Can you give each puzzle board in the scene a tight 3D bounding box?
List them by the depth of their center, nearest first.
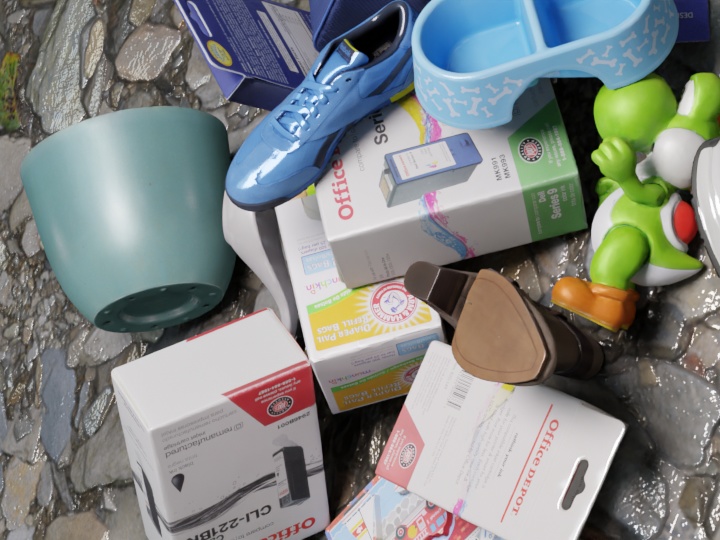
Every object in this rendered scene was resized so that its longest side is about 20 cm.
[{"bbox_3d":[0.053,0.207,1.473,0.200,0.017,0.151,-48,47,25],"label":"puzzle board"}]

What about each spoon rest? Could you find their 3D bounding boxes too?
[{"bbox_3d":[-0.084,-0.002,1.549,0.061,0.099,0.200,3,96,7],"label":"spoon rest"}]

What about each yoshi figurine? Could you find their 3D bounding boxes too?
[{"bbox_3d":[0.193,-0.062,1.342,0.112,0.112,0.200,31,98,55],"label":"yoshi figurine"}]

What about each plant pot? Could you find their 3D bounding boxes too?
[{"bbox_3d":[-0.205,-0.036,1.713,0.200,0.200,0.161,-29,67,39],"label":"plant pot"}]

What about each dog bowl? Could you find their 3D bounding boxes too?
[{"bbox_3d":[0.129,-0.175,1.329,0.200,0.050,0.112,-16,54,8],"label":"dog bowl"}]

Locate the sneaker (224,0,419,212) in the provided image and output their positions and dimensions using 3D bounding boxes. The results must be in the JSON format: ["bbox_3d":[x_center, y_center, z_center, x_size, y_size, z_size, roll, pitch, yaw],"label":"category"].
[{"bbox_3d":[-0.031,-0.130,1.381,0.200,0.078,0.066,-42,63,-10],"label":"sneaker"}]

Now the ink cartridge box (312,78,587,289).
[{"bbox_3d":[0.062,-0.086,1.431,0.200,0.088,0.145,-15,59,5],"label":"ink cartridge box"}]

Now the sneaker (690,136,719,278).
[{"bbox_3d":[0.302,-0.012,1.242,0.115,0.076,0.201,-24,68,31],"label":"sneaker"}]

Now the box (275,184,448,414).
[{"bbox_3d":[0.000,0.000,1.503,0.112,0.101,0.200,-15,59,2],"label":"box"}]

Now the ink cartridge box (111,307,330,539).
[{"bbox_3d":[-0.111,0.150,1.510,0.084,0.144,0.200,51,155,43],"label":"ink cartridge box"}]

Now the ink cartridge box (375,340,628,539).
[{"bbox_3d":[0.118,0.140,1.370,0.200,0.067,0.117,22,87,46],"label":"ink cartridge box"}]

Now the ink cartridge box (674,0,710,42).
[{"bbox_3d":[0.167,-0.271,1.402,0.197,0.047,0.200,-1,69,5],"label":"ink cartridge box"}]

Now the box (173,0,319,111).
[{"bbox_3d":[-0.075,-0.177,1.489,0.032,0.200,0.121,-48,53,27],"label":"box"}]

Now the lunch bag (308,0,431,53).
[{"bbox_3d":[0.043,-0.254,1.495,0.136,0.200,0.133,129,144,-61],"label":"lunch bag"}]

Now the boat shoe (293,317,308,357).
[{"bbox_3d":[-0.096,0.112,1.616,0.063,0.074,0.201,38,113,7],"label":"boat shoe"}]

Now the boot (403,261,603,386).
[{"bbox_3d":[0.125,0.049,1.346,0.070,0.146,0.200,-59,37,8],"label":"boot"}]
